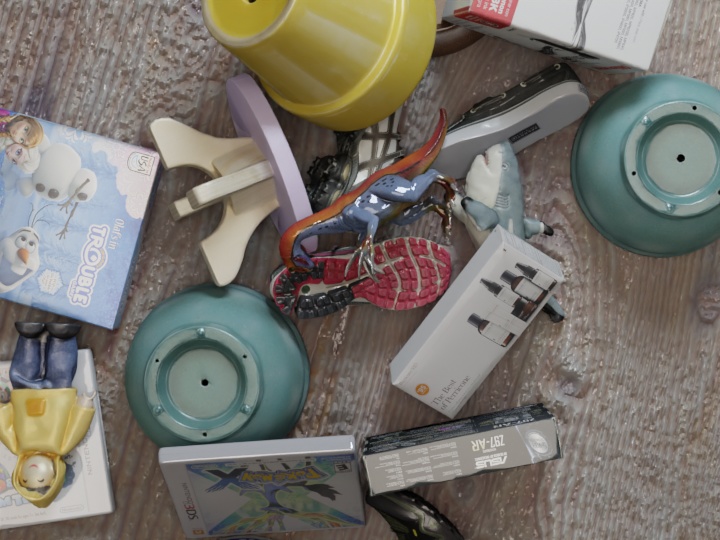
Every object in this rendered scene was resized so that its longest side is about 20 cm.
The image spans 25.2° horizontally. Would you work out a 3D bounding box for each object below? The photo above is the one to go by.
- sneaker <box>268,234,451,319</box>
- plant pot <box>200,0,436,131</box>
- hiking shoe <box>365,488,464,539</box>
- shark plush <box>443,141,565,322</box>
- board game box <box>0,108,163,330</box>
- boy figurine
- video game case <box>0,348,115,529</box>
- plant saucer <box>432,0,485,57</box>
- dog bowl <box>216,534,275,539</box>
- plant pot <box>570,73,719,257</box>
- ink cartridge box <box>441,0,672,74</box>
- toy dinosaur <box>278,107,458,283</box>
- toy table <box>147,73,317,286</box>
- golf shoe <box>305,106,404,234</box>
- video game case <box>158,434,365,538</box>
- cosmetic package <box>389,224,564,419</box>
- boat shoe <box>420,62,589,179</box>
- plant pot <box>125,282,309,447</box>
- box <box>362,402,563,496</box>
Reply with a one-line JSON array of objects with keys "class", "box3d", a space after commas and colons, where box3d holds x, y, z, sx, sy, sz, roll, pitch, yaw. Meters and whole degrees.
[{"class": "sneaker", "box3d": [0.000, 0.000, 1.729, 0.200, 0.075, 0.081, -5, 104, -11]}, {"class": "plant pot", "box3d": [-0.054, -0.260, 1.628, 0.201, 0.189, 0.201, -9, 75, 35]}, {"class": "hiking shoe", "box3d": [0.071, 0.314, 1.724, 0.200, 0.076, 0.101, 41, 88, 0]}, {"class": "shark plush", "box3d": [0.169, -0.033, 1.715, 0.083, 0.091, 0.200, -30, 90, -6]}, {"class": "board game box", "box3d": [-0.334, -0.058, 1.748, 0.199, 0.043, 0.200, 15, 91, 0]}, {"class": "boy figurine", "box3d": [-0.347, 0.154, 1.720, 0.124, 0.064, 0.200, 5, 87, -1]}, {"class": "video game case", "box3d": [-0.380, 0.190, 1.762, 0.200, 0.024, 0.182, -9, 90, 2]}, {"class": "plant saucer", "box3d": [0.070, -0.331, 1.741, 0.200, 0.032, 0.200, 0, 91, 1]}, {"class": "dog bowl", "box3d": [-0.126, 0.390, 1.730, 0.200, 0.079, 0.200, 0, 91, 1]}, {"class": "plant pot", "box3d": [0.326, -0.114, 1.684, 0.200, 0.134, 0.200, 0, 90, 2]}, {"class": "ink cartridge box", "box3d": [0.201, -0.271, 1.663, 0.200, 0.144, 0.084, 16, 93, -10]}, {"class": "toy dinosaur", "box3d": [0.005, -0.059, 1.664, 0.181, 0.105, 0.200, -1, 62, -6]}, {"class": "toy table", "box3d": [-0.136, -0.092, 1.689, 0.117, 0.184, 0.200, -24, 82, -15]}, {"class": "golf shoe", "box3d": [0.015, -0.132, 1.732, 0.094, 0.078, 0.200, 31, 85, -25]}, {"class": "video game case", "box3d": [-0.099, 0.230, 1.687, 0.200, 0.182, 0.022, -4, 56, 2]}, {"class": "cosmetic package", "box3d": [0.121, 0.056, 1.695, 0.083, 0.051, 0.200, 31, 110, -14]}, {"class": "boat shoe", "box3d": [0.149, -0.159, 1.729, 0.200, 0.069, 0.057, -24, 55, 9]}, {"class": "plant pot", "box3d": [-0.158, 0.114, 1.695, 0.200, 0.134, 0.200, 0, 90, 2]}, {"class": "box", "box3d": [0.104, 0.184, 1.681, 0.200, 0.160, 0.044, -12, 91, 1]}]
